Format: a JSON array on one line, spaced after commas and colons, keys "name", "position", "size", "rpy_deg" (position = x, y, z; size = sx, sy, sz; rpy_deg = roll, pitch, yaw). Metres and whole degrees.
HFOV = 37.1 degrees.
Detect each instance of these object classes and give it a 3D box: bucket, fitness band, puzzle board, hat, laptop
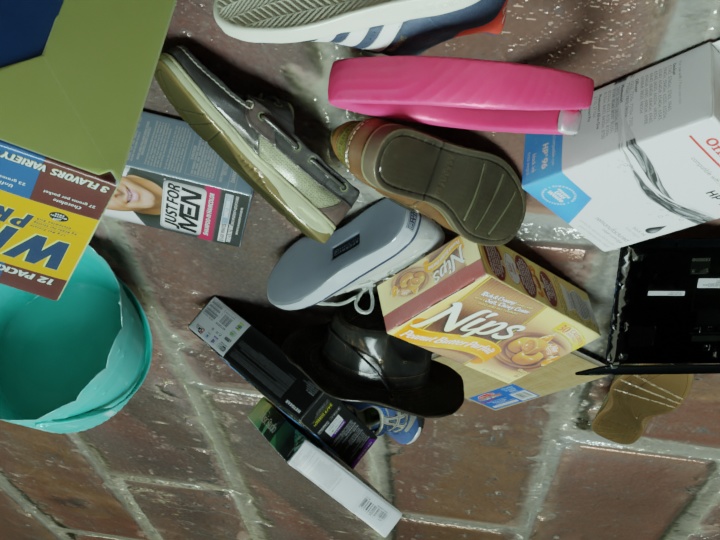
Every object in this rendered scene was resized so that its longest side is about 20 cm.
[{"name": "bucket", "position": [-0.326, 0.073, 1.132], "size": [0.207, 0.207, 0.135], "rpy_deg": [6, 161, 8]}, {"name": "fitness band", "position": [0.064, -0.118, 0.727], "size": [0.144, 0.037, 0.200], "rpy_deg": [2, -174, -33]}, {"name": "puzzle board", "position": [0.166, 0.111, 1.236], "size": [0.151, 0.017, 0.200], "rpy_deg": [24, 150, -27]}, {"name": "hat", "position": [0.023, 0.074, 1.128], "size": [0.200, 0.201, 0.081], "rpy_deg": [14, 108, -8]}, {"name": "laptop", "position": [0.307, 0.040, 0.998], "size": [0.177, 0.103, 0.200], "rpy_deg": [-1, 118, -2]}]

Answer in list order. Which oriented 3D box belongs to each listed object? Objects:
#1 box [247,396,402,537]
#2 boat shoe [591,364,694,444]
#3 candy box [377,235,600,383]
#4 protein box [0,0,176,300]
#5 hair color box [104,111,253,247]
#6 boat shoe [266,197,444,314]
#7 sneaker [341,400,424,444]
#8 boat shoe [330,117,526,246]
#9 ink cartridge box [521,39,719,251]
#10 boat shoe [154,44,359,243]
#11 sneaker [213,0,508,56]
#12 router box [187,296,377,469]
[{"name": "box", "position": [-0.045, 0.217, 1.210], "size": [0.144, 0.036, 0.200], "rpy_deg": [41, 172, -19]}, {"name": "boat shoe", "position": [0.310, 0.126, 1.181], "size": [0.073, 0.063, 0.200], "rpy_deg": [26, 148, 2]}, {"name": "candy box", "position": [0.125, 0.039, 1.013], "size": [0.115, 0.055, 0.200], "rpy_deg": [-33, 142, 29]}, {"name": "protein box", "position": [-0.227, -0.119, 0.736], "size": [0.135, 0.199, 0.200], "rpy_deg": [20, 151, -18]}, {"name": "hair color box", "position": [-0.191, -0.088, 0.930], "size": [0.200, 0.061, 0.099], "rpy_deg": [14, 152, -6]}, {"name": "boat shoe", "position": [0.001, -0.004, 1.024], "size": [0.086, 0.075, 0.202], "rpy_deg": [27, 138, -36]}, {"name": "sneaker", "position": [0.021, 0.167, 1.303], "size": [0.076, 0.077, 0.200], "rpy_deg": [16, 154, 30]}, {"name": "boat shoe", "position": [0.060, -0.079, 0.873], "size": [0.200, 0.072, 0.068], "rpy_deg": [26, -179, -45]}, {"name": "ink cartridge box", "position": [0.232, -0.090, 0.782], "size": [0.116, 0.068, 0.200], "rpy_deg": [31, 145, -35]}, {"name": "boat shoe", "position": [-0.080, -0.109, 0.854], "size": [0.201, 0.066, 0.072], "rpy_deg": [47, 169, -22]}, {"name": "sneaker", "position": [0.002, -0.169, 0.707], "size": [0.200, 0.075, 0.085], "rpy_deg": [2, 161, 24]}, {"name": "router box", "position": [-0.086, 0.126, 1.199], "size": [0.200, 0.051, 0.149], "rpy_deg": [34, 169, 36]}]
